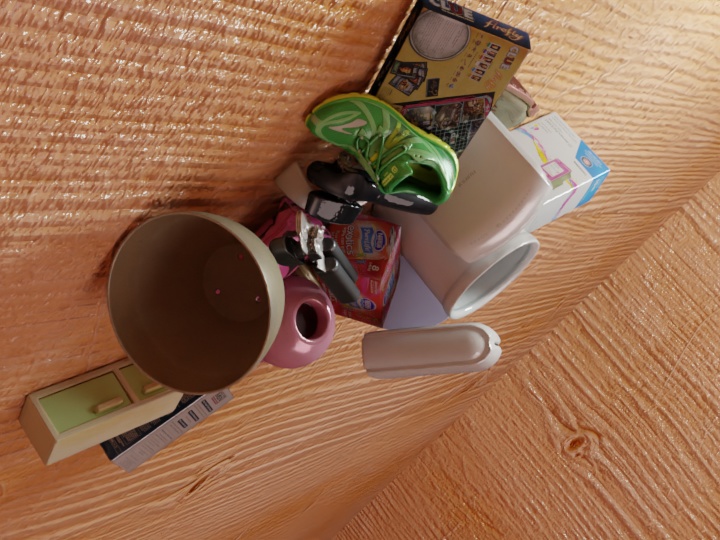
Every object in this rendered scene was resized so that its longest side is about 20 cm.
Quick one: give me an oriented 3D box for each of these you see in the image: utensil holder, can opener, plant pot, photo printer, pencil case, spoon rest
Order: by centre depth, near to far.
[{"bbox_3d":[-0.167,0.025,1.083,0.200,0.200,0.134,-46,174,20],"label":"plant pot"},{"bbox_3d":[0.014,-0.099,1.172,0.200,0.063,0.079,1,131,-42],"label":"can opener"},{"bbox_3d":[-0.052,-0.013,1.177,0.066,0.053,0.200,-13,155,16],"label":"can opener"},{"bbox_3d":[-0.135,-0.009,1.204,0.200,0.091,0.094,-42,152,1],"label":"pencil case"},{"bbox_3d":[-0.027,-0.100,1.222,0.099,0.061,0.200,-36,163,30],"label":"spoon rest"},{"bbox_3d":[0.146,-0.123,1.282,0.166,0.200,0.069,-42,161,12],"label":"photo printer"},{"bbox_3d":[0.137,-0.058,1.415,0.170,0.200,0.170,-33,160,-14],"label":"utensil holder"},{"bbox_3d":[0.110,0.121,1.429,0.199,0.070,0.166,-5,171,8],"label":"photo printer"}]

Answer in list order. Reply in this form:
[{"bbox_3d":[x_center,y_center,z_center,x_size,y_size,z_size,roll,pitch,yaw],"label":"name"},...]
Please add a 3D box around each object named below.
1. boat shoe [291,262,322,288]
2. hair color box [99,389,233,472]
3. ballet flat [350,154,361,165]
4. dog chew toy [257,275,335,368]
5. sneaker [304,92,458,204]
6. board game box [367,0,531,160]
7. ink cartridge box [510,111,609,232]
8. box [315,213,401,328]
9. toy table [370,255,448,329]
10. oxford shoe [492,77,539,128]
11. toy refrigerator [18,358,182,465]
[{"bbox_3d":[-0.095,0.036,1.395,0.066,0.074,0.200,-31,155,-11],"label":"boat shoe"},{"bbox_3d":[-0.298,0.219,1.453,0.200,0.061,0.100,-35,161,-11],"label":"hair color box"},{"bbox_3d":[0.080,-0.185,1.223,0.200,0.067,0.068,-36,162,-10],"label":"ballet flat"},{"bbox_3d":[-0.125,0.073,1.309,0.124,0.125,0.200,-23,-171,-39],"label":"dog chew toy"},{"bbox_3d":[0.031,-0.139,1.100,0.199,0.084,0.074,22,134,-20],"label":"sneaker"},{"bbox_3d":[0.089,-0.212,1.106,0.135,0.035,0.200,18,135,-16],"label":"board game box"},{"bbox_3d":[0.281,-0.155,1.542,0.200,0.145,0.085,-27,158,-31],"label":"ink cartridge box"},{"bbox_3d":[0.000,0.000,1.397,0.200,0.099,0.096,87,21,-68],"label":"box"},{"bbox_3d":[0.068,0.034,1.569,0.117,0.199,0.185,28,79,-81],"label":"toy table"},{"bbox_3d":[0.198,-0.233,1.330,0.074,0.071,0.200,-40,161,13],"label":"oxford shoe"},{"bbox_3d":[-0.337,0.174,1.258,0.200,0.076,0.070,-19,153,-44],"label":"toy refrigerator"}]
